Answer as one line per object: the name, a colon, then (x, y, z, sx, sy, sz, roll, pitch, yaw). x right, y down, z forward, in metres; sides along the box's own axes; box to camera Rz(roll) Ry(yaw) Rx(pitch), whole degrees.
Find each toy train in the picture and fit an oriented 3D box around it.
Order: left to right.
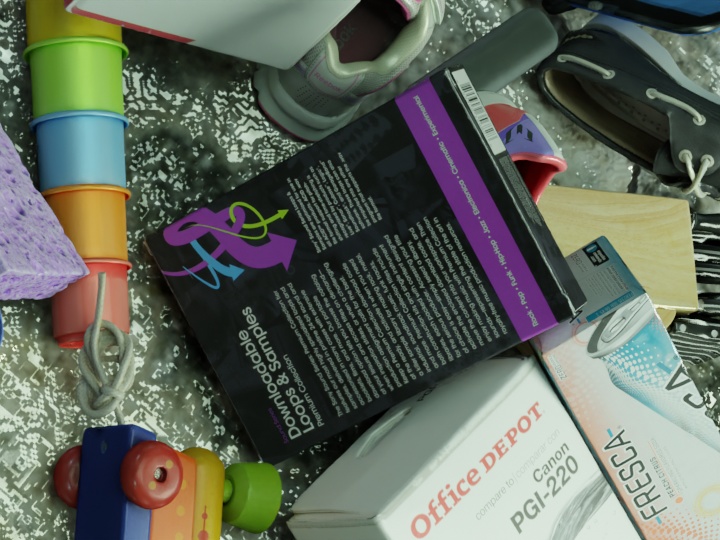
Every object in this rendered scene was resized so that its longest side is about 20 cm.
toy train: (-0.091, 0.107, 1.133, 0.116, 0.085, 0.200, 10, 78, -36)

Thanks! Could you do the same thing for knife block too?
knife block: (0.155, -0.017, 1.305, 0.200, 0.064, 0.176, 48, 61, -8)

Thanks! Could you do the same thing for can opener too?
can opener: (0.043, -0.084, 1.272, 0.200, 0.053, 0.067, -41, 96, -32)

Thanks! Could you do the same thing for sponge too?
sponge: (-0.214, -0.075, 1.094, 0.030, 0.112, 0.200, -33, 81, 12)

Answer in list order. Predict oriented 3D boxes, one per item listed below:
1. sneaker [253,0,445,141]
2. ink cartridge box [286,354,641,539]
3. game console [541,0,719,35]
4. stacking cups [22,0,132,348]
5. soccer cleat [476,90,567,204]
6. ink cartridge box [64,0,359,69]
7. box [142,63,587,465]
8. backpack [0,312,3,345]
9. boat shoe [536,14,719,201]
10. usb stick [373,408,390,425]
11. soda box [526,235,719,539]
sneaker: (0.019, -0.166, 1.248, 0.081, 0.088, 0.200, 31, 73, -17)
ink cartridge box: (0.073, 0.166, 1.178, 0.146, 0.085, 0.200, -43, 108, -34)
game console: (0.206, -0.225, 1.347, 0.200, 0.118, 0.171, -19, 87, -35)
stacking cups: (-0.153, -0.059, 1.168, 0.060, 0.060, 0.200, 3, 80, -26)
soccer cleat: (0.039, 0.001, 1.189, 0.068, 0.073, 0.200, 22, 103, -41)
ink cartridge box: (-0.089, -0.226, 1.184, 0.145, 0.083, 0.200, 10, 56, -35)
box: (0.000, 0.000, 1.158, 0.143, 0.200, 0.036, 62, 21, 0)
backpack: (-0.272, 0.031, 1.034, 0.183, 0.134, 0.200, 46, 30, -11)
boat shoe: (0.191, -0.078, 1.300, 0.060, 0.074, 0.200, -36, 66, -30)
usb stick: (0.005, 0.149, 1.202, 0.055, 0.033, 0.200, 34, 64, -16)
soda box: (0.154, 0.080, 1.218, 0.068, 0.064, 0.200, -31, 127, 1)
